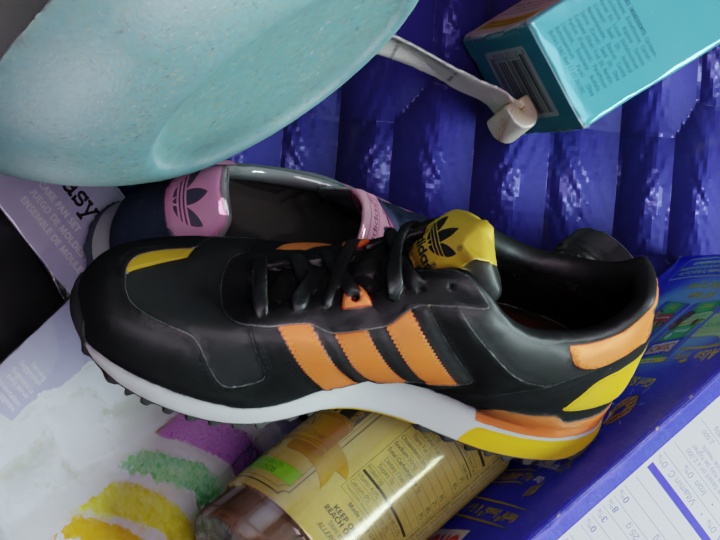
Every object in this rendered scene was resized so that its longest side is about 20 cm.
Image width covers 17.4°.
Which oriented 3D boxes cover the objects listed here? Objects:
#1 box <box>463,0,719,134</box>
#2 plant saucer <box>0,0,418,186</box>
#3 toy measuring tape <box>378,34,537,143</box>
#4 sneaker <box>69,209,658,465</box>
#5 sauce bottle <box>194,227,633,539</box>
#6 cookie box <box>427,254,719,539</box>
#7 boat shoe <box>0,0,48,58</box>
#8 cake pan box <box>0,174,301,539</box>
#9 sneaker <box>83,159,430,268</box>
[{"bbox_3d":[0.145,-0.126,0.962,0.200,0.082,0.049,-32,99,-13],"label":"box"},{"bbox_3d":[-0.036,-0.079,0.784,0.201,0.201,0.039,-33,78,-13],"label":"plant saucer"},{"bbox_3d":[-0.030,-0.080,0.914,0.200,0.074,0.074,27,83,-10],"label":"toy measuring tape"},{"bbox_3d":[0.005,0.007,0.798,0.200,0.090,0.070,11,47,-18],"label":"sneaker"},{"bbox_3d":[0.028,0.056,0.881,0.200,0.065,0.065,-39,100,-26],"label":"sauce bottle"},{"bbox_3d":[0.103,0.082,0.904,0.200,0.171,0.075,-40,98,-11],"label":"cookie box"},{"bbox_3d":[-0.099,-0.084,0.816,0.201,0.072,0.070,-33,58,-29],"label":"boat shoe"},{"bbox_3d":[-0.131,0.051,0.860,0.200,0.052,0.184,53,46,-10],"label":"cake pan box"},{"bbox_3d":[0.000,0.000,0.897,0.200,0.082,0.070,6,69,-35],"label":"sneaker"}]
